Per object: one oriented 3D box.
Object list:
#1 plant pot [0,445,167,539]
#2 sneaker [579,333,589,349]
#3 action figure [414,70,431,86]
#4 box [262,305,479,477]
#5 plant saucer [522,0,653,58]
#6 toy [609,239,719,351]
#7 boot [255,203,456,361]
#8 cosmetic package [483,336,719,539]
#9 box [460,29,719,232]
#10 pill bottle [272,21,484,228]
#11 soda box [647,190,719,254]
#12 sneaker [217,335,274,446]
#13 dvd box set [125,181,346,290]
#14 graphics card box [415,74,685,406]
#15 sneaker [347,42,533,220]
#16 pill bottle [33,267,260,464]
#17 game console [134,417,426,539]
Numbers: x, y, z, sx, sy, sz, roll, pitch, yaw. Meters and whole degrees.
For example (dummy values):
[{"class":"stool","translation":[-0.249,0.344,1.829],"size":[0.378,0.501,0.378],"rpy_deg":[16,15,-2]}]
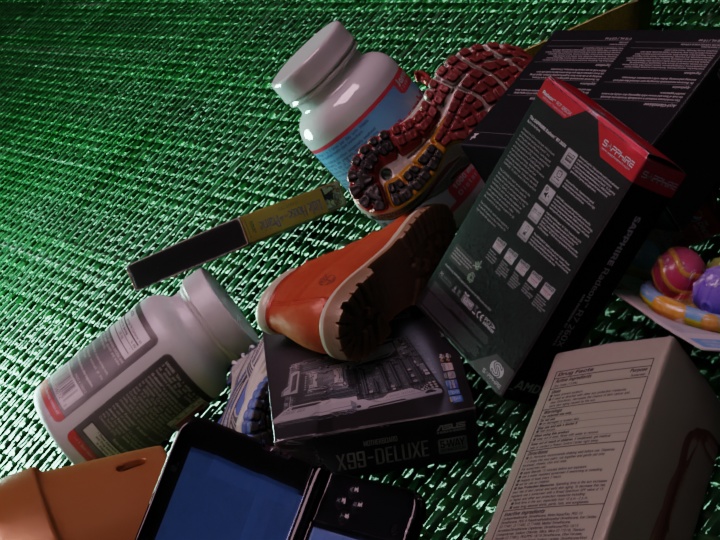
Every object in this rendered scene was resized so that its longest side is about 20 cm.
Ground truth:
[{"class":"plant pot","translation":[-0.188,0.229,1.271],"size":[0.139,0.202,0.200],"rpy_deg":[-25,27,-8]},{"class":"sneaker","translation":[0.123,0.023,1.256],"size":[0.200,0.077,0.101],"rpy_deg":[37,116,53]},{"class":"action figure","translation":[0.048,-0.155,1.618],"size":[0.198,0.099,0.066],"rpy_deg":[-5,43,43]},{"class":"box","translation":[0.003,0.085,1.309],"size":[0.155,0.050,0.201],"rpy_deg":[-9,31,-2]},{"class":"plant saucer","translation":[0.177,-0.186,1.478],"size":[0.198,0.048,0.200],"rpy_deg":[-23,4,17]},{"class":"toy","translation":[0.235,0.007,1.142],"size":[0.200,0.114,0.048],"rpy_deg":[-146,62,-63]},{"class":"boot","translation":[0.000,0.000,1.333],"size":[0.106,0.076,0.200],"rpy_deg":[5,29,38]},{"class":"cosmetic package","translation":[0.157,0.150,1.058],"size":[0.103,0.087,0.201],"rpy_deg":[-12,40,43]},{"class":"box","translation":[0.196,-0.112,1.260],"size":[0.141,0.079,0.199],"rpy_deg":[-47,31,-22]},{"class":"pill bottle","translation":[0.017,-0.121,1.458],"size":[0.109,0.200,0.109],"rpy_deg":[-40,15,13]},{"class":"soda box","translation":[0.242,-0.097,1.333],"size":[0.069,0.064,0.201],"rpy_deg":[-26,32,21]},{"class":"sneaker","translation":[-0.078,0.082,1.452],"size":[0.085,0.077,0.201],"rpy_deg":[-17,35,42]},{"class":"dvd box set","translation":[-0.119,-0.035,1.604],"size":[0.145,0.030,0.200],"rpy_deg":[-21,2,29]},{"class":"graphics card box","translation":[0.131,-0.020,1.159],"size":[0.125,0.051,0.201],"rpy_deg":[45,111,45]},{"class":"sneaker","translation":[0.070,-0.117,1.371],"size":[0.199,0.078,0.082],"rpy_deg":[-37,-12,-6]},{"class":"pill bottle","translation":[-0.197,0.097,1.527],"size":[0.199,0.116,0.116],"rpy_deg":[-38,28,2]},{"class":"game console","translation":[-0.072,0.222,1.143],"size":[0.171,0.118,0.202],"rpy_deg":[4,69,52]}]
